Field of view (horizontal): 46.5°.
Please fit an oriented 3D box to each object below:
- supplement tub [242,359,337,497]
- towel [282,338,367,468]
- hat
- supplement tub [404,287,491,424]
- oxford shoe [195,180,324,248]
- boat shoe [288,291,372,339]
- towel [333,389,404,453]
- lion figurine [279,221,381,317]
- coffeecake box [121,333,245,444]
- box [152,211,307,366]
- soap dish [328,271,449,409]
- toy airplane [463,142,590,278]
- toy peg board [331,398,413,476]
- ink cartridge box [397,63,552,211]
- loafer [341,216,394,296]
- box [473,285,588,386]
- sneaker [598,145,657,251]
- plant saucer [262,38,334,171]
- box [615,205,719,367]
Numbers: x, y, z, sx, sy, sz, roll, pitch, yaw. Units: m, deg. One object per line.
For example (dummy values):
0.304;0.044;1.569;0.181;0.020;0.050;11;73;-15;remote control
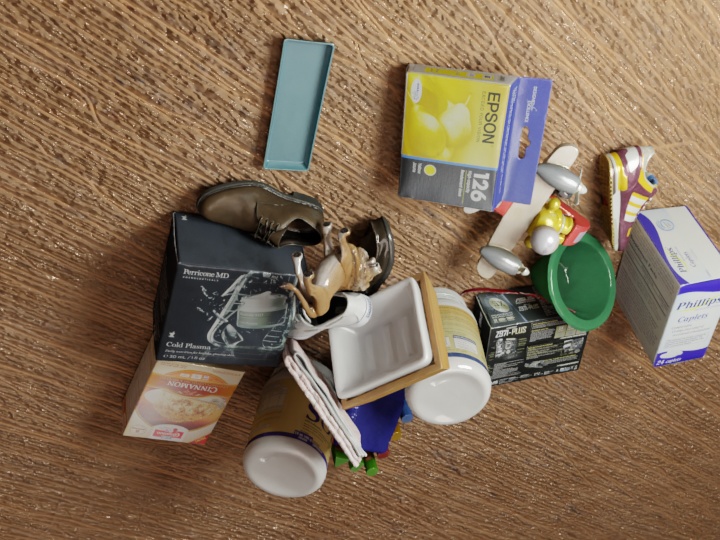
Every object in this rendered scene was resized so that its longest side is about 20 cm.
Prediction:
-0.114;0.267;1.444;0.142;0.202;0.147;5;132;6;supplement tub
-0.058;0.202;1.323;0.032;0.191;0.202;-33;93;-4;towel
0.322;0.018;1.481;0.199;0.168;0.175;34;157;-27;hat
0.136;0.140;1.413;0.141;0.202;0.146;-2;129;-3;supplement tub
-0.140;-0.078;1.220;0.196;0.085;0.073;7;132;-20;oxford shoe
-0.075;0.063;1.337;0.197;0.075;0.065;-16;157;36;boat shoe
0.026;0.218;1.490;0.147;0.049;0.204;22;86;-49;towel
-0.047;0.013;1.213;0.200;0.071;0.124;-43;136;-40;lion figurine
-0.306;0.201;1.435;0.151;0.074;0.201;12;128;-28;coffeecake box
-0.203;0.033;1.278;0.196;0.125;0.199;5;128;-21;box
0.045;0.114;1.313;0.198;0.160;0.081;-27;149;32;soap dish
0.259;-0.084;1.295;0.196;0.143;0.202;-21;135;4;toy airplane
0.003;0.294;1.599;0.198;0.099;0.200;23;122;-34;toy peg board
0.155;-0.181;1.180;0.196;0.047;0.201;10;126;11;ink cartridge box
0.000;0.000;1.340;0.070;0.074;0.202;2;131;-21;loafer
0.307;0.115;1.533;0.196;0.087;0.166;-9;134;-9;box
0.443;-0.113;1.372;0.088;0.076;0.202;-14;136;4;sneaker
-0.087;-0.224;1.146;0.068;0.019;0.202;1;131;-18;plant saucer
0.535;0.026;1.452;0.103;0.186;0.202;-8;135;-7;box
